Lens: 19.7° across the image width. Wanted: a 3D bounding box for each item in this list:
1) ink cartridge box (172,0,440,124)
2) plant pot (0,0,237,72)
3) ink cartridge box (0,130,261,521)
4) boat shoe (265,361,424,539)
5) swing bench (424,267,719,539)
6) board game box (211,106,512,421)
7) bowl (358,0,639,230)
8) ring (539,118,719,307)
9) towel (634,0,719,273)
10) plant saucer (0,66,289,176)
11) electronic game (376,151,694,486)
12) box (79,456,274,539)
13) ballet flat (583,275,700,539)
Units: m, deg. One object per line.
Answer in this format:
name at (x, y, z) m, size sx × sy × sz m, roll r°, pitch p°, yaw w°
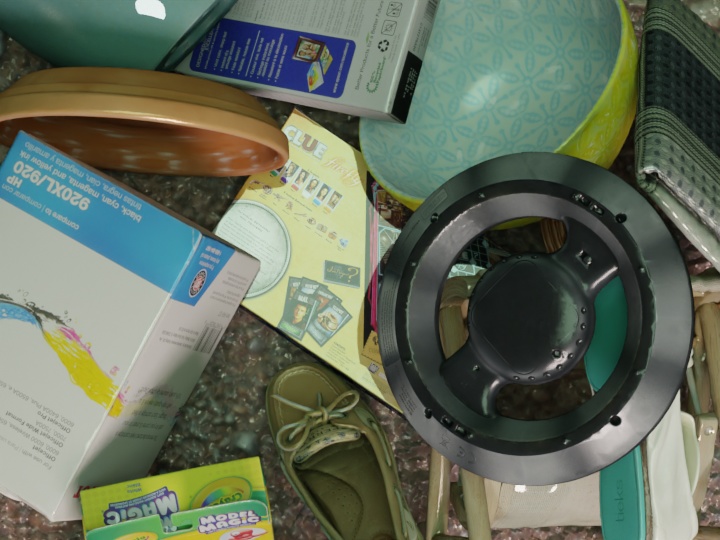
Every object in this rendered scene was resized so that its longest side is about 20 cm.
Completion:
ink cartridge box at (-0.047, -0.164, 1.411) m, size 0.199 × 0.037 × 0.095 m, roll 14°, pitch 84°, yaw 27°
plant pot at (-0.159, -0.213, 1.354) m, size 0.161 × 0.201 × 0.201 m, roll 44°, pitch 84°, yaw -2°
ink cartridge box at (-0.186, 0.041, 1.337) m, size 0.144 × 0.147 × 0.201 m, roll 28°, pitch 89°, yaw 13°
boat shoe at (-0.008, 0.134, 1.367) m, size 0.073 × 0.063 × 0.200 m, roll -30°, pitch 59°, yaw -4°
swing bench at (0.148, 0.101, 1.364) m, size 0.197 × 0.130 × 0.202 m, roll 0°, pitch 85°, yaw -14°
board game box at (0.000, 0.000, 1.425) m, size 0.199 × 0.035 × 0.136 m, roll 34°, pitch 85°, yaw 0°
bowl at (0.110, -0.098, 1.391) m, size 0.200 × 0.200 × 0.108 m, roll -49°, pitch 131°, yaw -5°
ring at (0.222, -0.049, 1.450) m, size 0.199 × 0.019 × 0.202 m, roll 0°, pitch 86°, yaw -3°
towel at (0.244, -0.066, 1.352) m, size 0.034 × 0.193 × 0.200 m, roll -32°, pitch 121°, yaw 33°
plant saucer at (-0.144, -0.096, 1.342) m, size 0.199 × 0.200 × 0.038 m, roll 6°, pitch 82°, yaw -3°
electronic game at (0.103, 0.029, 1.253) m, size 0.199 × 0.042 × 0.202 m, roll -1°, pitch 86°, yaw 22°
box at (-0.113, 0.167, 1.321) m, size 0.116 × 0.200 × 0.049 m, roll -10°, pitch 73°, yaw -5°
ballet flat at (0.177, 0.079, 1.281) m, size 0.069 × 0.069 × 0.202 m, roll -3°, pitch 89°, yaw -3°
